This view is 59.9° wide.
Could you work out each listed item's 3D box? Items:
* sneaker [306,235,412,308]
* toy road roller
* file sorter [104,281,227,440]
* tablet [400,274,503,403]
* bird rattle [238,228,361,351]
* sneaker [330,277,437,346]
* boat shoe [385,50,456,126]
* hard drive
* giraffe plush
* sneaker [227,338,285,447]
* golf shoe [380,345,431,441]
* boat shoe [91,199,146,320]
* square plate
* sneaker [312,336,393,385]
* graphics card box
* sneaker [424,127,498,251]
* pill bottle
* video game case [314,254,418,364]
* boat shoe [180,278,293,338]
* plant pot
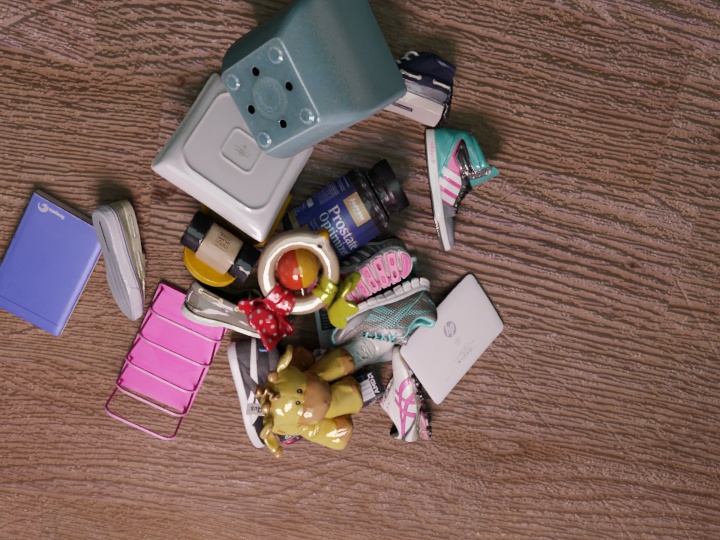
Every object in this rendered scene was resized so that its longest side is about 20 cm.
[{"bbox_3d":[0.000,0.000,1.053,0.195,0.088,0.075,-24,114,21],"label":"sneaker"},{"bbox_3d":[-0.212,-0.072,1.017,0.121,0.145,0.204,32,64,-14],"label":"toy road roller"},{"bbox_3d":[-0.323,0.155,1.052,0.136,0.126,0.204,26,102,-12],"label":"file sorter"},{"bbox_3d":[0.167,0.120,1.113,0.200,0.014,0.132,-44,109,-20],"label":"tablet"},{"bbox_3d":[-0.097,0.019,0.962,0.193,0.113,0.169,-9,108,5],"label":"bird rattle"},{"bbox_3d":[0.045,0.088,1.044,0.195,0.078,0.093,-25,72,-10],"label":"sneaker"},{"bbox_3d":[0.060,-0.310,0.997,0.194,0.075,0.095,22,80,-6],"label":"boat shoe"},{"bbox_3d":[-0.516,-0.009,1.034,0.129,0.025,0.203,29,101,-13],"label":"hard drive"},{"bbox_3d":[-0.095,0.190,0.952,0.193,0.163,0.178,-14,71,-3],"label":"giraffe plush"},{"bbox_3d":[-0.162,0.215,1.115,0.108,0.073,0.207,-13,108,-3],"label":"sneaker"},{"bbox_3d":[0.075,0.231,1.139,0.089,0.073,0.206,-8,114,11],"label":"golf shoe"},{"bbox_3d":[-0.381,-0.015,1.027,0.062,0.071,0.206,-32,130,-42],"label":"boat shoe"},{"bbox_3d":[-0.186,-0.180,0.962,0.197,0.028,0.202,33,64,-15],"label":"square plate"},{"bbox_3d":[-0.020,0.154,1.088,0.196,0.081,0.077,-29,106,2],"label":"sneaker"},{"bbox_3d":[-0.054,0.240,1.092,0.195,0.126,0.052,-25,75,-10],"label":"graphics card box"},{"bbox_3d":[0.174,-0.140,1.047,0.116,0.084,0.207,-7,106,6],"label":"sneaker"},{"bbox_3d":[-0.022,-0.092,1.021,0.197,0.112,0.114,-32,107,4],"label":"pill bottle"},{"bbox_3d":[0.016,0.078,1.122,0.193,0.023,0.188,-10,107,-3],"label":"video game case"},{"bbox_3d":[-0.197,0.064,1.050,0.196,0.072,0.062,15,112,-28],"label":"boat shoe"},{"bbox_3d":[-0.080,-0.271,0.878,0.192,0.201,0.200,-18,112,33],"label":"plant pot"}]
